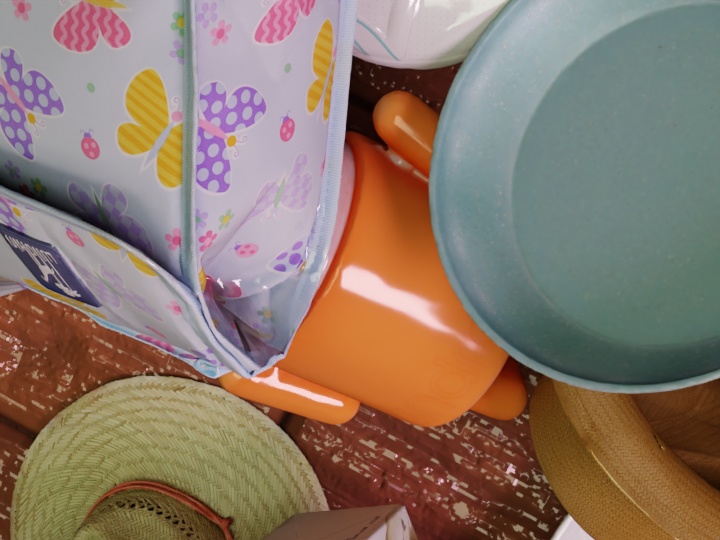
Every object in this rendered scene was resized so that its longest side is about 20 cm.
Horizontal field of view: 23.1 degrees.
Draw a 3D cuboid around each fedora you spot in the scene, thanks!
[{"bbox_3d":[0.140,0.074,0.789,0.201,0.201,0.082,48,128,0],"label":"fedora"}]

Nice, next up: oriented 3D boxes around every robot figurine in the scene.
[{"bbox_3d":[0.001,-0.002,0.816,0.199,0.117,0.144,24,152,-21],"label":"robot figurine"}]

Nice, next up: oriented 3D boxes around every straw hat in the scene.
[{"bbox_3d":[-0.108,0.161,0.912,0.200,0.085,0.202,3,102,13],"label":"straw hat"}]

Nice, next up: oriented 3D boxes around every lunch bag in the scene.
[{"bbox_3d":[-0.099,-0.064,0.704,0.169,0.127,0.201,24,124,29],"label":"lunch bag"}]

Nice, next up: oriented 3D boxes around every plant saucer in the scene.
[{"bbox_3d":[0.123,-0.044,0.708,0.199,0.036,0.201,-11,67,28],"label":"plant saucer"}]

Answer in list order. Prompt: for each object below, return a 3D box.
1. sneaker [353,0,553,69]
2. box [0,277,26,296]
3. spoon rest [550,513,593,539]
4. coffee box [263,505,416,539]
[{"bbox_3d":[-0.012,-0.135,0.763,0.199,0.080,0.071,2,67,8],"label":"sneaker"},{"bbox_3d":[-0.158,-0.045,0.871,0.199,0.117,0.049,-17,54,16],"label":"box"},{"bbox_3d":[0.106,0.172,0.875,0.200,0.061,0.100,-35,92,20],"label":"spoon rest"},{"bbox_3d":[-0.001,0.228,0.830,0.080,0.113,0.201,-12,105,41],"label":"coffee box"}]
